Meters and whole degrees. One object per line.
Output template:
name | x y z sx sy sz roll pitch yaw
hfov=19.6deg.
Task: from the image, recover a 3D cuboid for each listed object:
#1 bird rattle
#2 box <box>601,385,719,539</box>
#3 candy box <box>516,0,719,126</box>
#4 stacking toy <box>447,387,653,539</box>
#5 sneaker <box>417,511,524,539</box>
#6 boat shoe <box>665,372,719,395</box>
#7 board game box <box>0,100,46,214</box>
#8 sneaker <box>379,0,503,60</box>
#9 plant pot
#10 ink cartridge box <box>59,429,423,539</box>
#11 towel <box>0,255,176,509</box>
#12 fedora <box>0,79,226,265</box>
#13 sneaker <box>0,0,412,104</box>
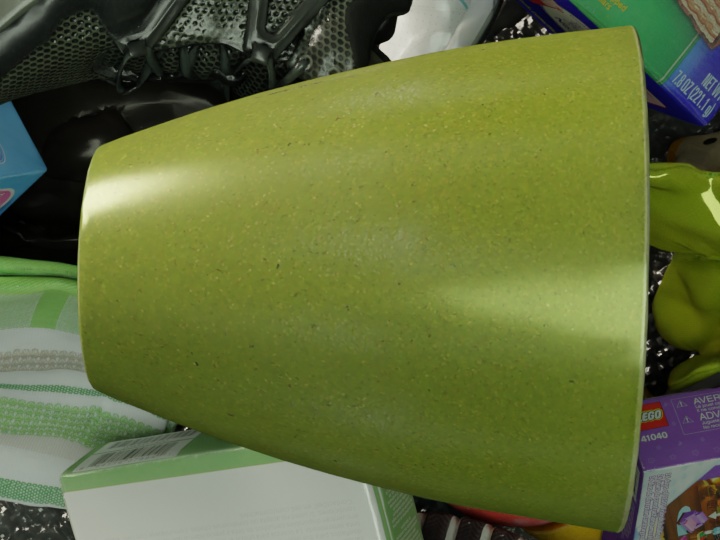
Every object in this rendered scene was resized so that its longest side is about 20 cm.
bird rattle | 0.204 -0.038 0.898 0.199 0.163 0.113 -18 115 7
box | 0.177 0.121 0.932 0.136 0.039 0.200 -8 140 -7
candy box | 0.135 -0.191 0.866 0.169 0.077 0.200 38 87 -28
stacking toy | 0.092 0.080 0.964 0.146 0.146 0.200 -45 117 9
sneaker | 0.027 0.153 0.964 0.199 0.116 0.076 20 75 21
boat shoe | 0.237 0.048 0.951 0.199 0.071 0.070 -26 130 -3
board game box | -0.235 -0.051 0.892 0.200 0.040 0.153 -37 76 36
sneaker | 0.035 -0.150 0.930 0.080 0.070 0.201 23 94 1
plant pot | 0.000 0.000 0.782 0.199 0.187 0.188 2 102 3
ink cartridge box | -0.036 0.166 0.896 0.145 0.048 0.201 -10 101 22
towel | -0.149 0.054 0.910 0.149 0.200 0.031 7 60 -15
fedora | -0.110 -0.053 0.935 0.199 0.090 0.178 -19 101 5
sneaker | -0.062 -0.092 0.827 0.199 0.076 0.115 -25 82 -22
